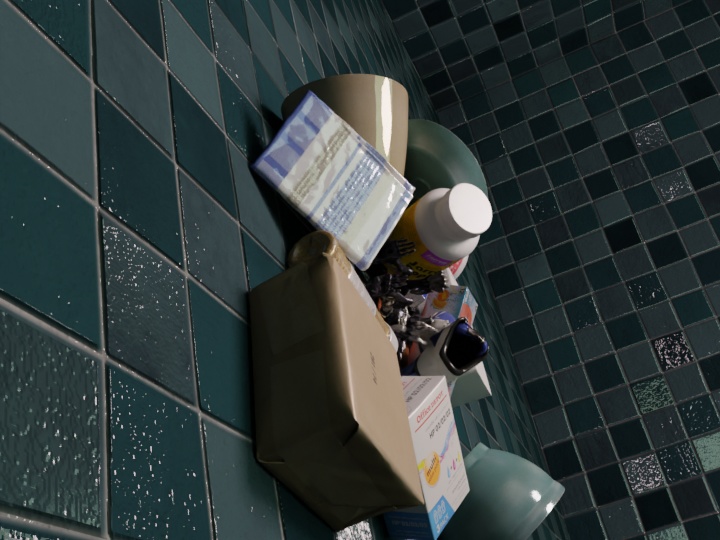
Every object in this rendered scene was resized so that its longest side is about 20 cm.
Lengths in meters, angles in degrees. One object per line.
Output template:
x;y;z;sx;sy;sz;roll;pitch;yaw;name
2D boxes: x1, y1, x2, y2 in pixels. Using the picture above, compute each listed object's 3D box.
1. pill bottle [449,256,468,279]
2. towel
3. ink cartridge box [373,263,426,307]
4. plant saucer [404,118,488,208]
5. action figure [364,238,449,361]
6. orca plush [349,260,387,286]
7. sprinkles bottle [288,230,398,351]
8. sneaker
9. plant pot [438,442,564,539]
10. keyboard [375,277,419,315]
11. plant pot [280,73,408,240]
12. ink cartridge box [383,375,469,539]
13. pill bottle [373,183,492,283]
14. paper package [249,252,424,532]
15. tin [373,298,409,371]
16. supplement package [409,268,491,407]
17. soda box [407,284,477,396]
0.090;-0.060;1.472;0.199;0.108;0.110;30;34;-32;pill bottle
-0.030;-0.113;1.061;0.200;0.024;0.148;41;61;-17;towel
0.034;-0.032;1.335;0.201;0.044;0.094;54;13;-3;ink cartridge box
0.100;-0.127;1.262;0.036;0.198;0.202;-38;112;-35;plant saucer
0.069;0.049;1.163;0.201;0.100;0.121;64;31;-56;action figure
0.000;0.000;1.194;0.200;0.070;0.107;-62;130;-73;orca plush
-0.019;0.042;1.061;0.069;0.067;0.201;-95;160;-50;sprinkles bottle
0.133;0.110;1.183;0.081;0.115;0.200;48;27;-6;sneaker
0.179;0.338;1.213;0.134;0.201;0.200;45;8;14;plant pot
0.038;-0.011;1.395;0.011;0.056;0.203;-61;130;-78;keyboard
-0.011;-0.140;1.178;0.187;0.184;0.204;31;50;-69;plant pot
0.064;0.205;1.010;0.115;0.067;0.203;-35;115;-55;ink cartridge box
0.103;-0.051;1.204;0.103;0.200;0.106;10;66;-25;pill bottle
-0.024;0.125;0.843;0.191;0.102;0.202;55;18;-45;paper package
0.036;0.092;1.278;0.200;0.041;0.114;-72;143;-69;tin
0.135;0.123;1.443;0.120;0.119;0.203;54;20;-55;supplement package
0.124;0.123;1.331;0.064;0.067;0.203;51;52;-52;soda box
